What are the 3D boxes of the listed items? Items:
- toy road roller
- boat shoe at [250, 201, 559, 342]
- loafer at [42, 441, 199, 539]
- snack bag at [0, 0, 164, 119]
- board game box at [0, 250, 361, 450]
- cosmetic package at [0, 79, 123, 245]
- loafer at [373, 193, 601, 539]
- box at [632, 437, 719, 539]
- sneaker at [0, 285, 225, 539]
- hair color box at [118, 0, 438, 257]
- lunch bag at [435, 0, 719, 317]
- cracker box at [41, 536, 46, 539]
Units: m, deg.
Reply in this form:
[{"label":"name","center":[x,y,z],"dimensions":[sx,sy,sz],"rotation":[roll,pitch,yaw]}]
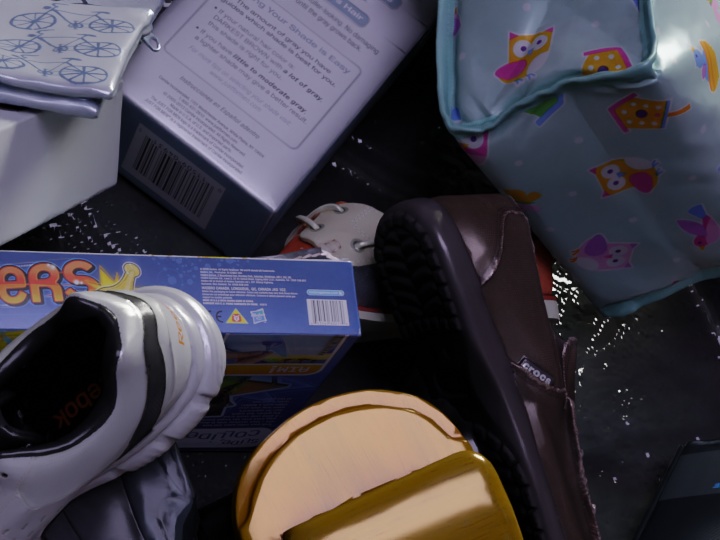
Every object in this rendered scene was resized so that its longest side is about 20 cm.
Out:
[{"label":"toy road roller","center":[0.021,0.144,0.853],"dimensions":[0.123,0.146,0.201],"rotation":[-23,84,-11]},{"label":"boat shoe","center":[0.000,0.000,0.984],"dimensions":[0.199,0.071,0.063],"rotation":[-2,79,-28]},{"label":"loafer","center":[-0.081,0.139,0.829],"dimensions":[0.072,0.073,0.200],"rotation":[-20,67,-8]},{"label":"snack bag","center":[-0.177,-0.114,0.920],"dimensions":[0.188,0.021,0.200],"rotation":[10,21,2]},{"label":"board game box","center":[-0.115,0.036,0.889],"dimensions":[0.199,0.135,0.035],"rotation":[2,65,-20]},{"label":"cosmetic package","center":[-0.197,-0.050,0.858],"dimensions":[0.150,0.052,0.200],"rotation":[8,14,12]},{"label":"loafer","center":[0.072,0.056,0.945],"dimensions":[0.071,0.073,0.201],"rotation":[-25,107,-28]},{"label":"box","center":[0.190,0.135,0.914],"dimensions":[0.046,0.200,0.159],"rotation":[48,55,-23]},{"label":"sneaker","center":[-0.139,0.076,0.785],"dimensions":[0.074,0.080,0.200],"rotation":[44,95,18]},{"label":"hair color box","center":[-0.033,-0.109,1.039],"dimensions":[0.099,0.061,0.200],"rotation":[37,58,1]},{"label":"lunch bag","center":[0.111,-0.109,1.014],"dimensions":[0.170,0.122,0.201],"rotation":[45,33,-46]},{"label":"cracker box","center":[-0.125,0.168,0.863],"dimensions":[0.134,0.058,0.201],"rotation":[-12,70,-26]}]
